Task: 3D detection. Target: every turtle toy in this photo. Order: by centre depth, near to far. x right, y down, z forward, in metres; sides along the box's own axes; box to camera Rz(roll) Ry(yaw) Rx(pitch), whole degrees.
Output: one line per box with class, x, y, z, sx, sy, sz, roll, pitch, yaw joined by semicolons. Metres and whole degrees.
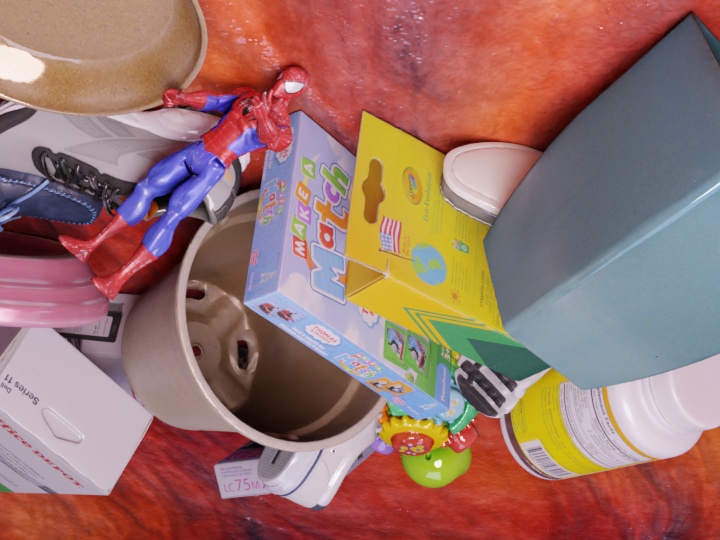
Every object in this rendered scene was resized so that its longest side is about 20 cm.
turtle toy;0.056;0.127;1.221;0.145;0.102;0.200;-4;147;16

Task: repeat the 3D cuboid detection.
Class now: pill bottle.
pill bottle;0.218;0.113;1.140;0.109;0.110;0.200;24;152;-27

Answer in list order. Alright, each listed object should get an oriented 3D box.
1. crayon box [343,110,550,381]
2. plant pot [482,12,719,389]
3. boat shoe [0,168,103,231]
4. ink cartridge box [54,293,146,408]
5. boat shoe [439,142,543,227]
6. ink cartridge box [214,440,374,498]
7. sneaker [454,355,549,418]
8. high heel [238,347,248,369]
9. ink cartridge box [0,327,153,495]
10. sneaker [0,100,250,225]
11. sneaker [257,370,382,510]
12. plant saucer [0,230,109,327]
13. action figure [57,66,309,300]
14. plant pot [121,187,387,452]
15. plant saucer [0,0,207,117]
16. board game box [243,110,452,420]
crayon box;0.061;-0.016;0.963;0.199;0.128;0.051;27;143;-28
plant pot;0.186;-0.023;0.846;0.200;0.142;0.141;-38;127;24
boat shoe;-0.297;-0.060;1.010;0.199;0.069;0.084;12;149;-9
ink cartridge box;-0.238;0.075;1.222;0.199;0.068;0.116;5;148;3
boat shoe;0.145;-0.039;0.961;0.201;0.072;0.060;12;144;-16
ink cartridge box;-0.042;0.167;1.292;0.119;0.042;0.200;-10;-175;25
sneaker;0.158;0.039;1.100;0.081;0.075;0.200;-23;160;-49
high heel;-0.095;0.141;1.231;0.071;0.143;0.200;22;146;-24
ink cartridge box;-0.292;0.117;1.123;0.199;0.083;0.147;-8;135;47
sneaker;-0.181;-0.078;0.952;0.199;0.080;0.074;7;151;2
sneaker;-0.011;0.108;1.126;0.071;0.200;0.073;40;168;-33
plant saucer;-0.297;0.000;1.051;0.199;0.051;0.201;9;-174;-1
action figure;-0.116;-0.075;0.874;0.200;0.065;0.099;-41;159;-4
plant pot;-0.096;0.053;1.067;0.200;0.201;0.183;24;155;-27
plant saucer;-0.193;-0.172;0.839;0.199;0.036;0.201;5;150;3
board game box;0.000;0.000;0.974;0.036;0.152;0.200;-19;141;34
